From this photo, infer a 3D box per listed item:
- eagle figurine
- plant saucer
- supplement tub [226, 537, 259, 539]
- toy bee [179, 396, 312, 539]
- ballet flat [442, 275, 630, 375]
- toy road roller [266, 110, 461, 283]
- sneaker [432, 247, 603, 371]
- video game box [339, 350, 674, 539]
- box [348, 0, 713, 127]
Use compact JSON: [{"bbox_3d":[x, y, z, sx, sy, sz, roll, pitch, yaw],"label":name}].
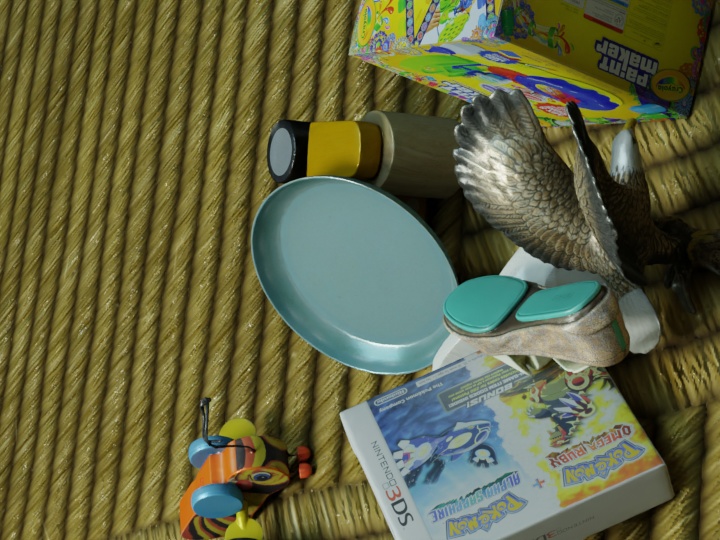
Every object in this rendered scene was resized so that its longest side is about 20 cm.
[{"bbox_3d":[0.171,-0.047,1.513,0.152,0.199,0.151,-45,42,34],"label":"eagle figurine"},{"bbox_3d":[0.000,0.000,1.785,0.200,0.200,0.027,-31,13,45],"label":"plant saucer"},{"bbox_3d":[-0.149,0.312,1.880,0.200,0.122,0.123,-24,56,49],"label":"supplement tub"},{"bbox_3d":[-0.101,0.191,1.909,0.200,0.108,0.132,132,139,-72],"label":"toy bee"},{"bbox_3d":[0.129,0.046,1.551,0.068,0.067,0.200,-43,20,-19],"label":"ballet flat"},{"bbox_3d":[0.007,-0.058,1.841,0.200,0.122,0.147,-2,86,59],"label":"toy road roller"},{"bbox_3d":[0.132,0.018,1.673,0.200,0.075,0.089,-45,29,26],"label":"sneaker"},{"bbox_3d":[0.104,0.136,1.561,0.199,0.047,0.182,-24,44,-4],"label":"video game box"},{"bbox_3d":[0.134,-0.200,1.644,0.192,0.199,0.123,2,77,57],"label":"box"}]
